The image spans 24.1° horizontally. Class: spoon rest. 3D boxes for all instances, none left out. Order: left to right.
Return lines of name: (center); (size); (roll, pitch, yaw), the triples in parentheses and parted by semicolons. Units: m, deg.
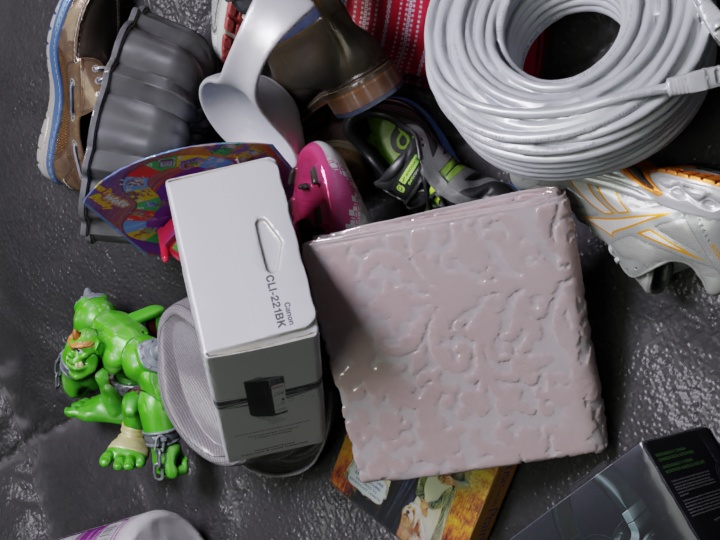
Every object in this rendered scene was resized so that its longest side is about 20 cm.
spoon rest: (-0.077, -0.133, 1.245); (0.099, 0.061, 0.200); (36, 152, 11)

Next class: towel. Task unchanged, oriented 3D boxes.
towel: (0.066, -0.209, 1.281); (0.199, 0.022, 0.146); (19, 104, 38)
towel: (0.070, 0.050, 1.196); (0.189, 0.032, 0.202); (-9, 112, 9)

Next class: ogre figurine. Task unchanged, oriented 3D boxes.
ogre figurine: (-0.214, 0.093, 1.494); (0.200, 0.097, 0.121); (-126, 36, -62)

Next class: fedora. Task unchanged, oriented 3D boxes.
fedora: (-0.108, 0.081, 1.390); (0.176, 0.090, 0.201); (-27, 81, 43)

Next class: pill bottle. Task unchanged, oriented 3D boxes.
pill bottle: (-0.233, 0.287, 1.507); (0.199, 0.112, 0.113); (-21, 79, 39)

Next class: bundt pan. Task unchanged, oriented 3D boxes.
bundt pan: (-0.167, -0.113, 1.390); (0.075, 0.202, 0.204); (13, 104, 2)

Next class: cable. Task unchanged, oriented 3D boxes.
cable: (0.143, -0.157, 1.141); (0.199, 0.069, 0.201); (-22, 58, 11)

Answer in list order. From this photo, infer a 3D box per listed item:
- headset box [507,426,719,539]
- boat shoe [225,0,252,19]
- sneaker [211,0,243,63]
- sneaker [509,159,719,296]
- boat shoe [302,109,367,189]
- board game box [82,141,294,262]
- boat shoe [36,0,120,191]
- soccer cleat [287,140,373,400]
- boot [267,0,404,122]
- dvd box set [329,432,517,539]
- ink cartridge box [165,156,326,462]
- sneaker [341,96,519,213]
headset box: (0.198, 0.227, 1.152); (0.174, 0.092, 0.201); (-44, 66, 33)
boat shoe: (-0.052, -0.273, 1.278); (0.068, 0.201, 0.072); (42, 144, -17)
sneaker: (-0.091, -0.268, 1.384); (0.082, 0.077, 0.202); (10, 91, 46)
sneaker: (0.183, -0.034, 1.164); (0.199, 0.075, 0.093); (16, 108, 39)
boat shoe: (-0.067, -0.080, 1.381); (0.199, 0.072, 0.073); (-27, 52, 45)
board game box: (-0.117, -0.035, 1.301); (0.157, 0.200, 0.039); (-15, 67, 12)
boat shoe: (-0.236, -0.165, 1.514); (0.072, 0.072, 0.202); (26, 119, 31)
soccer cleat: (0.000, 0.000, 1.271); (0.070, 0.086, 0.202); (-6, 94, 63)
boot: (-0.042, -0.169, 1.300); (0.097, 0.075, 0.200); (60, 156, -15)
dvd box set: (0.062, 0.116, 1.299); (0.146, 0.029, 0.201); (35, 114, 34)
ink cartridge box: (-0.081, 0.033, 1.233); (0.200, 0.083, 0.145); (91, 166, -63)
sneaker: (0.056, -0.059, 1.259); (0.200, 0.082, 0.071); (45, 120, 29)
